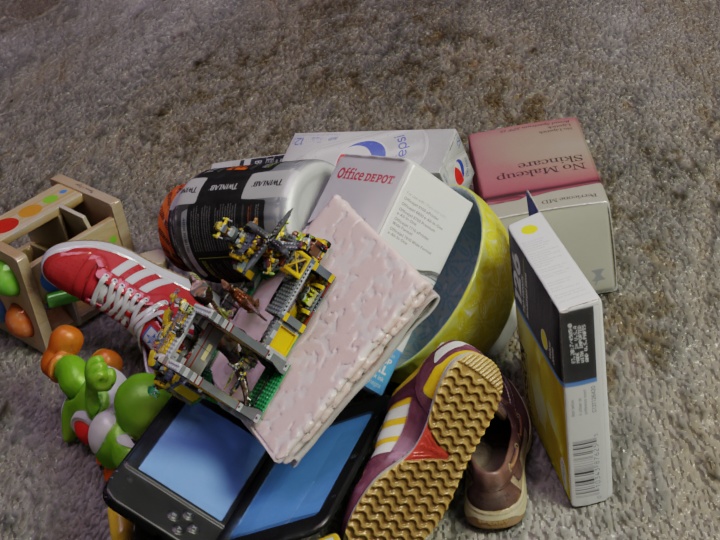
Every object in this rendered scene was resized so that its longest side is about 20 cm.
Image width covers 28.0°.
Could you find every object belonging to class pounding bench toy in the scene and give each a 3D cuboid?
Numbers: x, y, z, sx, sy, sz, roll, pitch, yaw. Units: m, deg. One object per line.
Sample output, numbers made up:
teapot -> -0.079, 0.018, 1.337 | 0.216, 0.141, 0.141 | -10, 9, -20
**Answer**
pounding bench toy -> -0.320, 0.005, 1.565 | 0.156, 0.125, 0.199 | -34, 38, -33

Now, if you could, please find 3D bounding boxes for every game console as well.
game console -> -0.094, 0.151, 1.240 | 0.175, 0.117, 0.200 | 32, 33, 1

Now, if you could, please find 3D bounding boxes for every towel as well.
towel -> -0.040, 0.049, 1.251 | 0.200, 0.032, 0.191 | -50, 38, 2

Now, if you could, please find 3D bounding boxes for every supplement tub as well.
supplement tub -> -0.110, -0.049, 1.500 | 0.199, 0.123, 0.122 | -2, 30, 39

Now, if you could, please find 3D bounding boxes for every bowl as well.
bowl -> 0.089, 0.031, 1.385 | 0.200, 0.107, 0.201 | -41, 32, 33

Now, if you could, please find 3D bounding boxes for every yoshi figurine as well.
yoshi figurine -> -0.227, 0.117, 1.376 | 0.112, 0.113, 0.200 | -18, 34, -24

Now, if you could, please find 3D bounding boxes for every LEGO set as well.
LEGO set -> -0.122, 0.027, 1.230 | 0.201, 0.116, 0.153 | -55, 38, -4

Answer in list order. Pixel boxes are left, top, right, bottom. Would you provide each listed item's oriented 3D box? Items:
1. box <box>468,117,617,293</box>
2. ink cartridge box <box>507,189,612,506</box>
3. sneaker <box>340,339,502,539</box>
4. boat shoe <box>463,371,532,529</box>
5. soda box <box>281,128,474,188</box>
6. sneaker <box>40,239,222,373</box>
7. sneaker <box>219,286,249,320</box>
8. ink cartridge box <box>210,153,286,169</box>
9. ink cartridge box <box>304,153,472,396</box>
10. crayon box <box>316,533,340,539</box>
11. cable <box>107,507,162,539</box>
box -> 0.190, -0.065, 1.530 | 0.127, 0.110, 0.201 | -9, 31, 3
ink cartridge box -> 0.164, 0.063, 1.246 | 0.047, 0.199, 0.200 | -14, 30, -7
sneaker -> 0.045, 0.152, 1.214 | 0.201, 0.075, 0.090 | -55, 18, -2
boat shoe -> 0.112, 0.135, 1.265 | 0.071, 0.073, 0.201 | -6, 32, 9
soda box -> 0.015, -0.103, 1.530 | 0.198, 0.068, 0.064 | 2, 51, 28
sneaker -> -0.234, 0.042, 1.470 | 0.198, 0.072, 0.113 | 19, 33, -14
sneaker -> -0.120, 0.071, 1.447 | 0.097, 0.071, 0.200 | 18, 39, 38
ink cartridge box -> -0.067, -0.085, 1.656 | 0.198, 0.100, 0.039 | -8, 31, 8
ink cartridge box -> 0.000, 0.000, 1.357 | 0.145, 0.083, 0.201 | 13, 75, 61
crayon box -> -0.048, 0.294, 1.079 | 0.125, 0.052, 0.200 | -16, 31, -8
cable -> -0.176, 0.261, 1.207 | 0.096, 0.051, 0.201 | 10, 45, -5
